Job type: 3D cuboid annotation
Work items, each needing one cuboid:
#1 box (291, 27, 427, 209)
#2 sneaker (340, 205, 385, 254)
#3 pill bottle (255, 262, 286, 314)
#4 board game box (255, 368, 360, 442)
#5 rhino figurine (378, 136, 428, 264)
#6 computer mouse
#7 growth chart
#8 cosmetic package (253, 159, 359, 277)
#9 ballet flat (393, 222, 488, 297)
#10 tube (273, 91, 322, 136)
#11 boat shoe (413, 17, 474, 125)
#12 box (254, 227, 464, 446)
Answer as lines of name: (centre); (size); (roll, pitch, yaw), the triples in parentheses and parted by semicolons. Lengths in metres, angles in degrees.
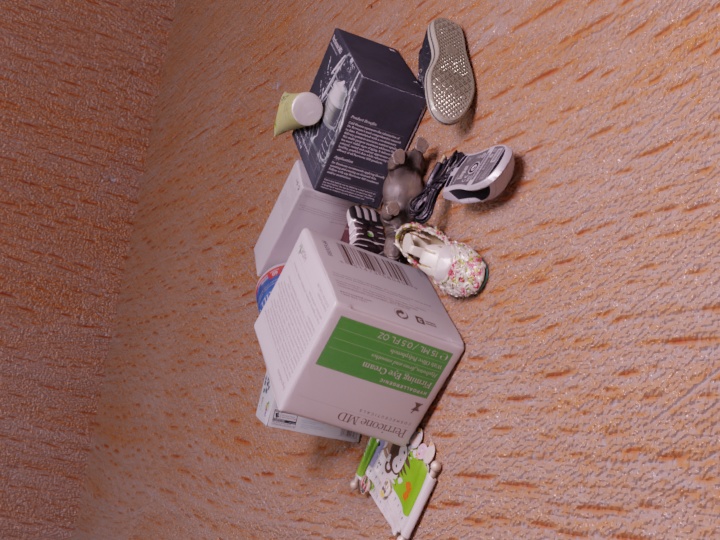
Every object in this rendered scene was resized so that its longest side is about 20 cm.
box: (-0.005, -0.239, 1.712); (0.198, 0.123, 0.201); (-63, 26, 24)
sneaker: (0.000, 0.000, 1.648); (0.201, 0.075, 0.117); (-93, 21, -56)
pill bottle: (-0.104, 0.086, 1.773); (0.113, 0.111, 0.201); (-64, 27, 27)
board game box: (-0.055, 0.135, 1.591); (0.064, 0.146, 0.203); (-163, 87, -69)
rhino figurine: (0.057, -0.084, 1.557); (0.087, 0.059, 0.203); (122, 157, -80)
computer mouse: (0.140, -0.112, 1.394); (0.110, 0.044, 0.199); (-55, 20, -15)
growth chart: (0.047, 0.268, 1.451); (0.200, 0.018, 0.147); (39, 113, 64)
cosmetic package: (-0.093, -0.073, 1.835); (0.201, 0.112, 0.082); (-57, 30, 33)
ballet flat: (0.096, -0.015, 1.430); (0.200, 0.063, 0.077); (35, 109, 65)
tube: (-0.110, -0.253, 1.750); (0.058, 0.052, 0.200); (-36, 14, -10)
boat shoe: (0.114, -0.267, 1.519); (0.062, 0.074, 0.202); (121, 156, -45)
box: (-0.008, 0.086, 1.432); (0.173, 0.197, 0.201); (-60, 27, 21)
